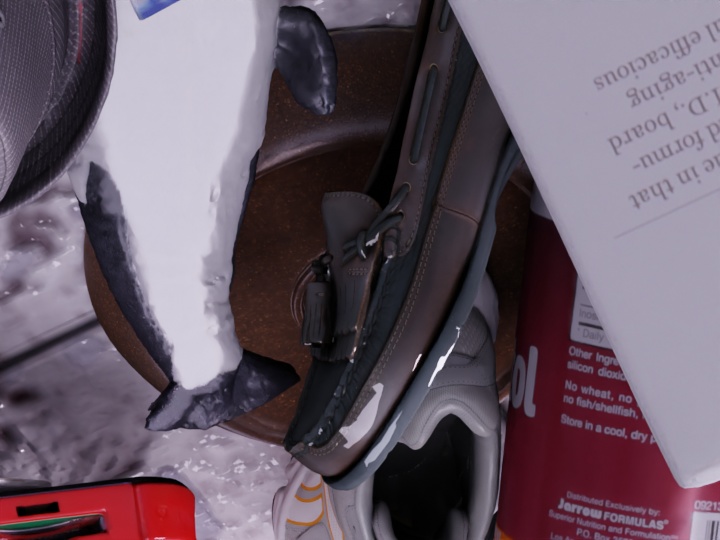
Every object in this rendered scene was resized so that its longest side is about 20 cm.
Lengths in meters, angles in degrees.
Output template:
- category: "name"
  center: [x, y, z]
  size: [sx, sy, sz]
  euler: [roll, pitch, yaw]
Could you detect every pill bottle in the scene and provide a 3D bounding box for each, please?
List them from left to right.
- category: "pill bottle"
  center: [0.110, 0.020, 1.024]
  size: [0.113, 0.113, 0.200]
  euler: [4, 98, -14]

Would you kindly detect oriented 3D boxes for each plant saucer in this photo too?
- category: "plant saucer"
  center: [0.000, 0.000, 1.085]
  size: [0.200, 0.035, 0.200]
  euler: [-5, 132, -6]

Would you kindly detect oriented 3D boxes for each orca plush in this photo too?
- category: "orca plush"
  center: [-0.056, -0.052, 0.999]
  size: [0.105, 0.071, 0.200]
  euler: [-19, 111, 1]

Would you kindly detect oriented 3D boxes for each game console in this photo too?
- category: "game console"
  center: [-0.172, 0.122, 1.103]
  size: [0.200, 0.031, 0.177]
  euler: [-4, 162, -27]

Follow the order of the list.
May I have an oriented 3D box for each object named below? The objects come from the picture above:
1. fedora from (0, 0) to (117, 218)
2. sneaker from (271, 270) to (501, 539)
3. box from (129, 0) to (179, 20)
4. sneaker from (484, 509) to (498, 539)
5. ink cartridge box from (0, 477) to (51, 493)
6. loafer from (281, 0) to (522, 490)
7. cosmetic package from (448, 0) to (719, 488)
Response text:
- category: "fedora"
  center: [-0.167, -0.073, 0.887]
  size: [0.177, 0.090, 0.200]
  euler: [-25, 120, 16]
- category: "sneaker"
  center: [0.011, 0.091, 1.085]
  size: [0.076, 0.092, 0.200]
  euler: [-2, 133, -8]
- category: "box"
  center: [-0.001, -0.171, 0.888]
  size: [0.200, 0.048, 0.122]
  euler: [-25, 127, -1]
- category: "sneaker"
  center: [0.142, 0.132, 1.110]
  size: [0.200, 0.090, 0.067]
  euler: [26, 83, -10]
- category: "ink cartridge box"
  center: [-0.220, 0.060, 1.036]
  size: [0.116, 0.067, 0.200]
  euler: [-30, 155, 34]
- category: "loafer"
  center: [0.014, -0.028, 0.991]
  size: [0.063, 0.072, 0.200]
  euler: [28, 80, -18]
- category: "cosmetic package"
  center: [0.129, -0.059, 0.877]
  size: [0.166, 0.200, 0.167]
  euler: [-26, 175, 6]
